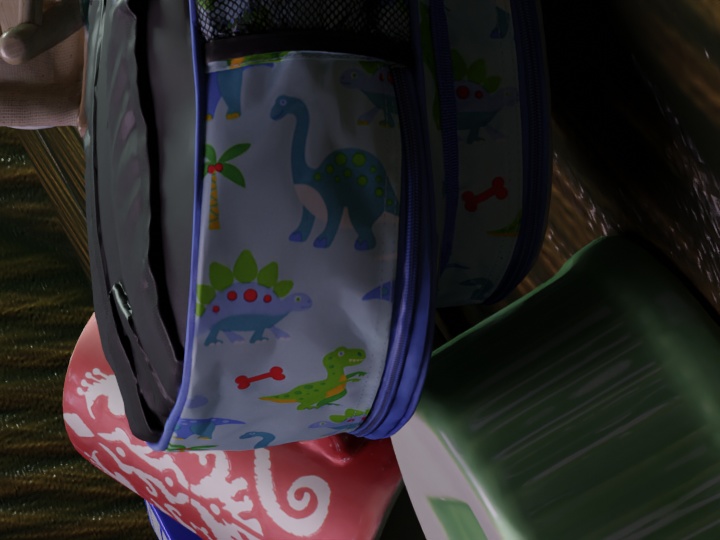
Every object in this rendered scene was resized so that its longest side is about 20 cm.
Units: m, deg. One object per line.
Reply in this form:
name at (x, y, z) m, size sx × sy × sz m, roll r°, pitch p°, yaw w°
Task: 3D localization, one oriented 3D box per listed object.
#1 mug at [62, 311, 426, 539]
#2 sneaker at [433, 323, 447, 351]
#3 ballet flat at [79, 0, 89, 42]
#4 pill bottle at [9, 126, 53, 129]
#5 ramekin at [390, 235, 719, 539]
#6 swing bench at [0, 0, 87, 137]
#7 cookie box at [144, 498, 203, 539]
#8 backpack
mug at (-0.030, 0.062, 1.253) m, size 0.200 × 0.133 × 0.178 m, roll 26°, pitch 134°, yaw 34°
sneaker at (0.000, 0.000, 1.345) m, size 0.075 × 0.082 × 0.200 m, roll -20°, pitch 114°, yaw 41°
ballet flat at (-0.081, -0.173, 1.147) m, size 0.071 × 0.069 × 0.201 m, roll -17°, pitch -74°, yaw -84°
pill bottle at (-0.176, -0.138, 1.553) m, size 0.111 × 0.111 × 0.200 m, roll 64°, pitch -167°, yaw -4°
ramekin at (0.090, 0.098, 0.975) m, size 0.200 × 0.098 × 0.200 m, roll 60°, pitch 170°, yaw 18°
swing bench at (-0.212, -0.136, 1.165) m, size 0.200 × 0.198 × 0.130 m, roll 60°, pitch -148°, yaw -82°
cookie box at (0.008, 0.162, 1.392) m, size 0.200 × 0.171 × 0.075 m, roll 61°, pitch 167°, yaw 16°
backpack at (-0.015, -0.044, 0.908) m, size 0.183 × 0.147 × 0.201 m, roll 122°, pitch 148°, yaw -73°
